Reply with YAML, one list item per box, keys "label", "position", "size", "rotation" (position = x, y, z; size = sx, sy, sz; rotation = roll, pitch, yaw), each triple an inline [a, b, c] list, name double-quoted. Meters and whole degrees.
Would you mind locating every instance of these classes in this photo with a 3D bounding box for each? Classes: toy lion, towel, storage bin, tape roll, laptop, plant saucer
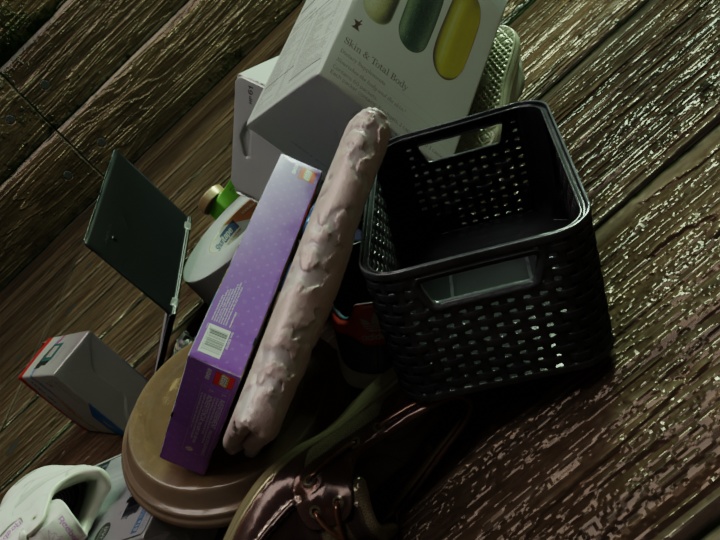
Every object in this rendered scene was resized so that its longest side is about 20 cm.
- label: "toy lion"
  position: [-0.129, -0.162, 1.156]
  size: [0.201, 0.068, 0.191]
  rotation: [-53, -9, 33]
- label: "towel"
  position: [-0.039, 0.021, 0.517]
  size: [0.191, 0.032, 0.204]
  rotation: [124, 166, -69]
- label: "storage bin"
  position: [0.078, -0.022, 0.523]
  size: [0.132, 0.095, 0.201]
  rotation: [-14, 28, 12]
- label: "tape roll"
  position: [-0.133, -0.039, 0.998]
  size: [0.199, 0.066, 0.202]
  rotation: [-36, 25, 20]
- label: "laptop"
  position: [-0.276, -0.002, 0.968]
  size: [0.189, 0.113, 0.202]
  rotation: [-95, 23, -50]
- label: "plant saucer"
  position: [-0.103, 0.110, 0.634]
  size: [0.195, 0.030, 0.202]
  rotation: [-11, 38, 9]

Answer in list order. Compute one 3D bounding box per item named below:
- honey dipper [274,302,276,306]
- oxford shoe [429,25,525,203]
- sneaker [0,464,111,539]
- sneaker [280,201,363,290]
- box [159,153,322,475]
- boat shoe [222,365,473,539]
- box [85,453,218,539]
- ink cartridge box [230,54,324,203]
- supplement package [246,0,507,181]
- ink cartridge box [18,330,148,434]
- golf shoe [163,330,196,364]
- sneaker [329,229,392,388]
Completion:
- label: "honey dipper"
  position: [-0.118, 0.037, 0.882]
  size: [0.198, 0.038, 0.038]
  rotation: [-20, 32, 47]
- label: "oxford shoe"
  position: [0.117, -0.148, 0.782]
  size: [0.074, 0.058, 0.203]
  rotation: [11, 68, 28]
- label: "sneaker"
  position: [-0.272, 0.218, 0.604]
  size: [0.098, 0.076, 0.201]
  rotation: [-19, 22, 35]
- label: "sneaker"
  position: [-0.027, -0.025, 0.802]
  size: [0.200, 0.081, 0.072]
  rotation: [-55, -13, -58]
- label: "box"
  position: [-0.086, 0.029, 0.587]
  size: [0.138, 0.038, 0.202]
  rotation: [118, 172, -47]
- label: "boat shoe"
  position: [-0.007, 0.140, 0.484]
  size: [0.199, 0.073, 0.072]
  rotation: [-42, 22, -10]
- label: "box"
  position: [-0.200, 0.217, 0.684]
  size: [0.198, 0.060, 0.118]
  rotation: [-27, 28, 36]
- label: "ink cartridge box"
  position: [-0.054, -0.175, 0.912]
  size: [0.084, 0.147, 0.199]
  rotation: [27, 41, 23]
- label: "supplement package"
  position: [0.017, -0.199, 0.757]
  size: [0.150, 0.150, 0.203]
  rotation: [-15, 49, 57]
- label: "ink cartridge box"
  position: [-0.348, 0.142, 0.987]
  size: [0.198, 0.116, 0.068]
  rotation: [-12, 38, 52]
- label: "golf shoe"
  position: [-0.169, 0.134, 0.771]
  size: [0.095, 0.077, 0.200]
  rotation: [-52, 15, 0]
- label: "sneaker"
  position: [0.000, 0.000, 0.644]
  size: [0.073, 0.086, 0.201]
  rotation: [-10, 35, -9]
